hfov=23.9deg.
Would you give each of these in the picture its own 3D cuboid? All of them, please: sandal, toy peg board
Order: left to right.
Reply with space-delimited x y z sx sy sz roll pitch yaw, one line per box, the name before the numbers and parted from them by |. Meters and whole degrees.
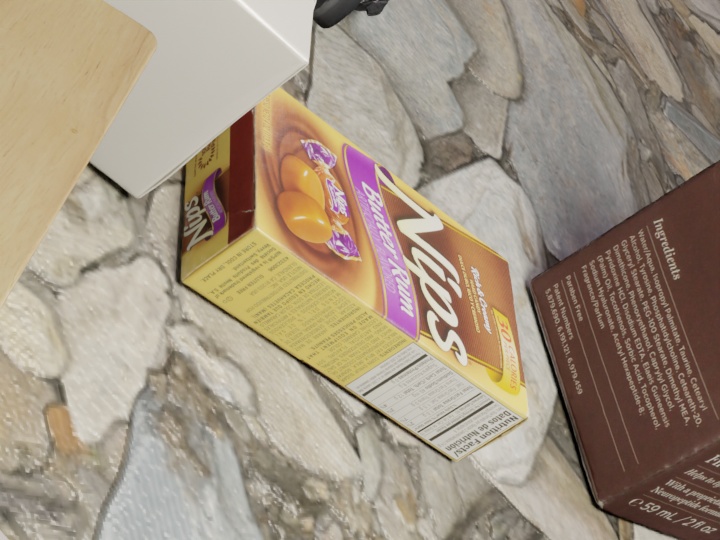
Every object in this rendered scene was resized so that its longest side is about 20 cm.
toy peg board | -0.204 -0.059 0.613 0.199 0.098 0.200 32 33 -10
sandal | 0.018 -0.200 1.078 0.043 0.076 0.200 47 30 -11

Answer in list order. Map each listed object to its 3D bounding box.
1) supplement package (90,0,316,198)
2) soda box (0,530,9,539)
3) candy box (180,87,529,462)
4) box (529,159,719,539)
supplement package | -0.128 -0.154 0.767 0.200 0.120 0.122 39 31 -27
soda box | -0.150 0.106 0.532 0.200 0.063 0.070 51 29 -10
candy box | 0.000 0.000 0.872 0.200 0.056 0.117 36 34 -34
box | 0.242 0.047 1.039 0.166 0.200 0.165 23 43 -43
